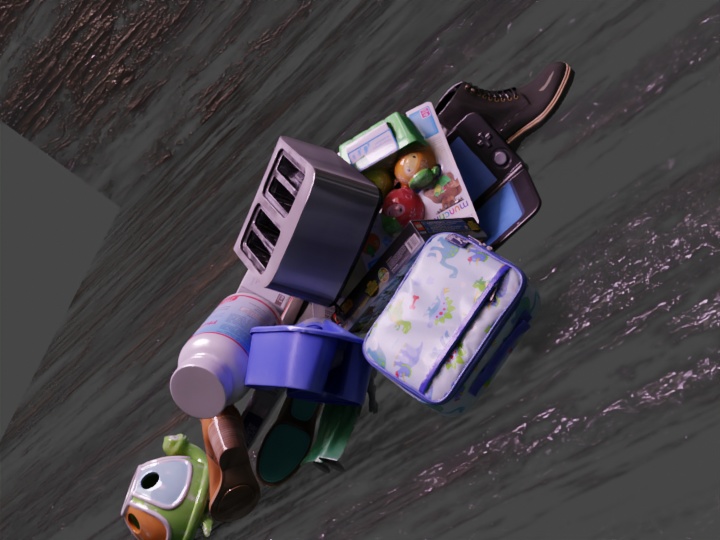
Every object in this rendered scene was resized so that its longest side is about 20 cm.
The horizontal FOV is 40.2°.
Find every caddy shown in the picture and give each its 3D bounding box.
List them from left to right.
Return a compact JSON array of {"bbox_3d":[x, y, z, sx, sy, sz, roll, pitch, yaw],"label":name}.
[{"bbox_3d":[-0.065,0.112,1.286,0.199,0.141,0.106,-6,70,55],"label":"caddy"}]

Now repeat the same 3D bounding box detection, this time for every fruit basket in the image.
[{"bbox_3d":[0.053,-0.114,1.395,0.184,0.094,0.201,-27,65,23],"label":"fruit basket"}]

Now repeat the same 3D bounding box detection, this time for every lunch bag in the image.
[{"bbox_3d":[0.111,0.063,1.188,0.160,0.082,0.201,35,88,38],"label":"lunch bag"}]

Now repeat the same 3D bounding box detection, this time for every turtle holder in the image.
[{"bbox_3d":[-0.284,0.337,1.506,0.141,0.131,0.187,134,154,-66],"label":"turtle holder"}]

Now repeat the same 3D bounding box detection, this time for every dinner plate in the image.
[{"bbox_3d":[-0.130,0.094,1.601,0.201,0.024,0.200,-62,5,9],"label":"dinner plate"}]

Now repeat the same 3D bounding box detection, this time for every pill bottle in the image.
[{"bbox_3d":[-0.188,0.119,1.380,0.109,0.109,0.200,-40,8,28],"label":"pill bottle"}]

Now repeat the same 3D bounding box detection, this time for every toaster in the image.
[{"bbox_3d":[-0.070,-0.062,1.322,0.200,0.118,0.182,46,116,54],"label":"toaster"}]

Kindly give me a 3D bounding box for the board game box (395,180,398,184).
[{"bbox_3d":[0.032,-0.141,1.779,0.135,0.034,0.201,-19,39,55],"label":"board game box"}]

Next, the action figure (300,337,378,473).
[{"bbox_3d":[-0.012,0.178,1.355,0.118,0.055,0.201,-19,43,57],"label":"action figure"}]

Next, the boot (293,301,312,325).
[{"bbox_3d":[-0.060,0.085,1.592,0.146,0.070,0.200,-50,20,24],"label":"boot"}]

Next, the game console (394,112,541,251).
[{"bbox_3d":[0.139,-0.097,1.398,0.200,0.176,0.116,-43,-6,21],"label":"game console"}]

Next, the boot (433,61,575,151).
[{"bbox_3d":[0.209,-0.260,1.464,0.200,0.138,0.078,-49,22,7],"label":"boot"}]

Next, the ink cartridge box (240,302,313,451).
[{"bbox_3d":[-0.120,0.155,1.526,0.200,0.040,0.200,-61,0,33],"label":"ink cartridge box"}]

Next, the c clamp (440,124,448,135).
[{"bbox_3d":[0.117,-0.170,1.569,0.200,0.027,0.172,104,-173,-76],"label":"c clamp"}]

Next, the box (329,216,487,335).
[{"bbox_3d":[0.064,0.009,1.325,0.200,0.136,0.040,-50,62,34],"label":"box"}]

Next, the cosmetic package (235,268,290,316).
[{"bbox_3d":[-0.163,0.057,1.551,0.200,0.081,0.113,-58,5,46],"label":"cosmetic package"}]

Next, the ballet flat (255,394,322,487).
[{"bbox_3d":[-0.098,0.235,1.451,0.201,0.070,0.065,-63,-2,-30],"label":"ballet flat"}]

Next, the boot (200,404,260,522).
[{"bbox_3d":[-0.204,0.259,1.442,0.076,0.201,0.156,-14,44,-13],"label":"boot"}]

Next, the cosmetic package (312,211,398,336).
[{"bbox_3d":[0.000,0.000,1.483,0.104,0.073,0.201,91,-159,-46],"label":"cosmetic package"}]
